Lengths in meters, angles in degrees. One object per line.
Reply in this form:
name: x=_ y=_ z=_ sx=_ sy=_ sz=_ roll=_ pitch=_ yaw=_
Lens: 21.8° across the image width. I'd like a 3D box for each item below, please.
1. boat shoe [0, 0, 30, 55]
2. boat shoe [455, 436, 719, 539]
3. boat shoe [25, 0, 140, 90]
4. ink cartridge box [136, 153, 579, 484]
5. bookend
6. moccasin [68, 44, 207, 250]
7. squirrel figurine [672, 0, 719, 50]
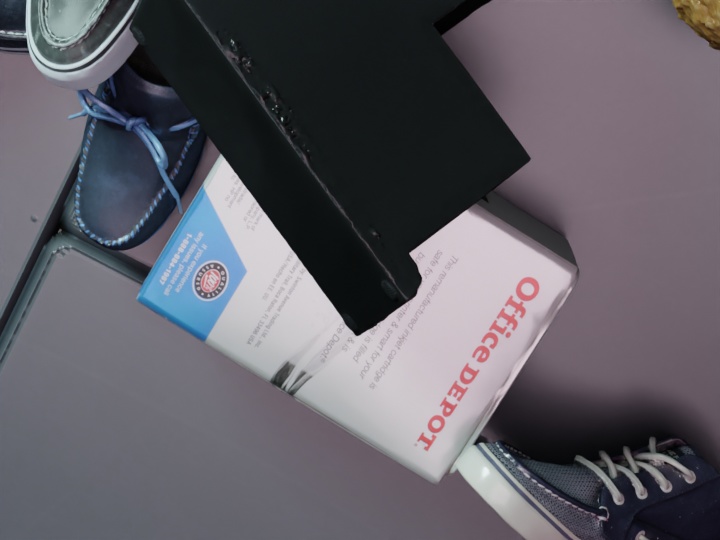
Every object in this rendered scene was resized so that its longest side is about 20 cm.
boat shoe: x=-0.234 y=-0.158 z=1.003 sx=0.199 sy=0.091 sz=0.071 roll=14 pitch=103 yaw=-1
boat shoe: x=0.140 y=0.120 z=1.038 sx=0.093 sy=0.075 sz=0.200 roll=-49 pitch=133 yaw=6
boat shoe: x=-0.131 y=-0.196 z=0.968 sx=0.073 sy=0.068 sz=0.201 roll=20 pitch=82 yaw=17
ink cartridge box: x=0.000 y=0.000 z=1.035 sx=0.199 sy=0.084 sz=0.147 roll=32 pitch=102 yaw=-5
bookend: x=0.023 y=-0.111 z=0.946 sx=0.200 sy=0.092 sz=0.199 roll=-37 pitch=89 yaw=-20
moccasin: x=-0.115 y=-0.106 z=1.020 sx=0.080 sy=0.068 sz=0.201 roll=20 pitch=100 yaw=5
squirrel figurine: x=0.243 y=-0.205 z=0.957 sx=0.198 sy=0.142 sz=0.188 roll=1 pitch=97 yaw=-1
